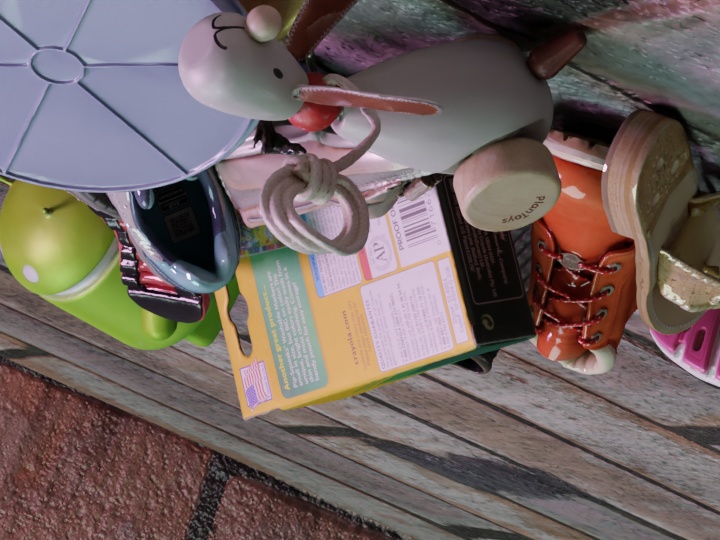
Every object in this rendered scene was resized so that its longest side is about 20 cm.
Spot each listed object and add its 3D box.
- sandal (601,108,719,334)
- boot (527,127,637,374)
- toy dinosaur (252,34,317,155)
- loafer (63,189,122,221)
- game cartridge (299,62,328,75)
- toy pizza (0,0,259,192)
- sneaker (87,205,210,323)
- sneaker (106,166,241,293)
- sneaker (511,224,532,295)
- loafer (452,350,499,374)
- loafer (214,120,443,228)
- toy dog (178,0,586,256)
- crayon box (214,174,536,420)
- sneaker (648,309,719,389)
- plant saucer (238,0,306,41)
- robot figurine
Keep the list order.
[{"bbox_3d":[0.181,-0.010,1.377,0.069,0.078,0.212,23,166,27],"label":"sandal"},{"bbox_3d":[0.121,-0.007,1.436,0.075,0.108,0.200,20,168,18],"label":"boot"},{"bbox_3d":[-0.063,-0.105,1.383,0.047,0.089,0.200,0,-176,-33],"label":"toy dinosaur"},{"bbox_3d":[-0.142,-0.061,1.582,0.069,0.076,0.200,8,163,38],"label":"loafer"},{"bbox_3d":[-0.066,-0.092,1.578,0.133,0.041,0.199,26,169,-42],"label":"game cartridge"},{"bbox_3d":[-0.140,-0.107,1.271,0.199,0.032,0.201,6,144,4],"label":"toy pizza"},{"bbox_3d":[-0.134,-0.058,1.797,0.073,0.087,0.201,11,142,20],"label":"sneaker"},{"bbox_3d":[-0.117,-0.075,1.463,0.201,0.077,0.086,59,176,-18],"label":"sneaker"},{"bbox_3d":[0.047,0.000,1.642,0.199,0.076,0.105,7,168,3],"label":"sneaker"},{"bbox_3d":[0.037,0.040,1.792,0.072,0.063,0.199,12,-173,38],"label":"loafer"},{"bbox_3d":[-0.002,-0.055,1.407,0.199,0.072,0.063,1,113,49],"label":"loafer"},{"bbox_3d":[0.026,-0.088,1.230,0.199,0.096,0.132,-8,-122,-48],"label":"toy dog"},{"bbox_3d":[0.000,0.000,1.492,0.051,0.127,0.199,-8,172,-43],"label":"crayon box"},{"bbox_3d":[0.261,0.054,1.543,0.199,0.074,0.087,12,160,23],"label":"sneaker"},{"bbox_3d":[-0.147,-0.144,1.289,0.199,0.049,0.200,26,143,-23],"label":"plant saucer"},{"bbox_3d":[-0.175,-0.017,1.944,0.200,0.116,0.175,32,178,-42],"label":"robot figurine"}]
